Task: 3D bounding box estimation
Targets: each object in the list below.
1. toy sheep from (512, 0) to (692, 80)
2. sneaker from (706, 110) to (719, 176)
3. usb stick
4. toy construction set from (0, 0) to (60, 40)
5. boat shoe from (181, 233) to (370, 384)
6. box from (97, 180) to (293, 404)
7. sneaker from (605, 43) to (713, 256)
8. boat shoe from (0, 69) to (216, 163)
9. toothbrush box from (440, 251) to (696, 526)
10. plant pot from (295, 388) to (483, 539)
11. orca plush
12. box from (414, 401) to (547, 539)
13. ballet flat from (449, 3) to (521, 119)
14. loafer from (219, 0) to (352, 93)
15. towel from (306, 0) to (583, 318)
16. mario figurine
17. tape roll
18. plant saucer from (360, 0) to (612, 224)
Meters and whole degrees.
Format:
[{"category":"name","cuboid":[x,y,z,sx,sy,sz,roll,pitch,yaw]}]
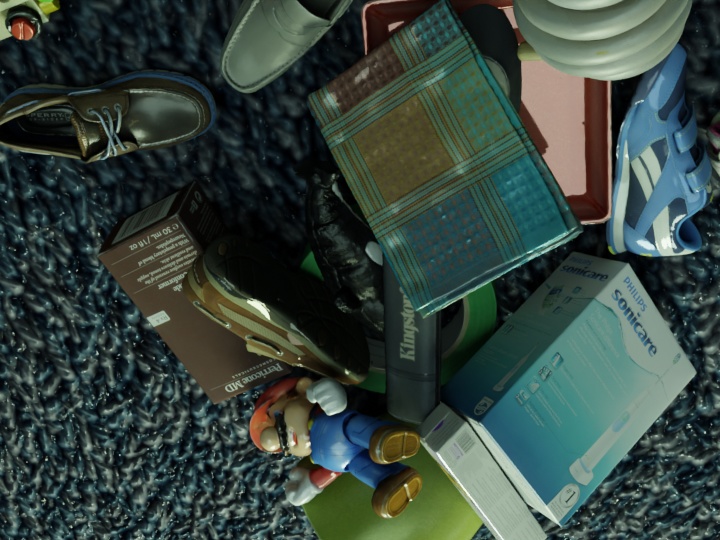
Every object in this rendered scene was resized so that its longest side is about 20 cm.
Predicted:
[{"category":"toy sheep","cuboid":[0.167,-0.198,0.619,0.137,0.139,0.200,-24,155,19]},{"category":"sneaker","cuboid":[0.334,-0.096,0.742,0.087,0.081,0.202,-1,113,8]},{"category":"usb stick","cuboid":[0.044,0.047,0.756,0.055,0.033,0.202,16,124,29]},{"category":"toy construction set","cuboid":[-0.321,-0.244,0.708,0.198,0.093,0.131,-5,145,18]},{"category":"boat shoe","cuboid":[-0.076,0.043,0.809,0.074,0.076,0.200,-32,122,33]},{"category":"box","cuboid":[-0.154,0.026,0.866,0.100,0.075,0.201,-24,118,19]},{"category":"sneaker","cuboid":[0.259,-0.097,0.738,0.082,0.074,0.201,15,133,25]},{"category":"boat shoe","cuboid":[-0.228,-0.127,0.779,0.198,0.073,0.073,-4,121,9]},{"category":"toothbrush box","cuboid":[0.192,0.105,0.814,0.200,0.085,0.147,-45,113,-10]},{"category":"plant pot","cuboid":[0.066,0.210,0.909,0.200,0.187,0.187,-41,110,9]},{"category":"orca plush","cuboid":[0.000,0.000,0.761,0.104,0.071,0.201,-1,131,20]},{"category":"box","cuboid":[0.114,0.200,0.815,0.041,0.039,0.200,-43,126,-9]},{"category":"ballet flat","cuboid":[0.090,-0.106,0.703,0.072,0.073,0.202,7,110,1]},{"category":"loafer","cuboid":[-0.049,-0.219,0.707,0.070,0.070,0.200,36,118,-15]},{"category":"towel","cuboid":[0.057,-0.081,0.668,0.146,0.022,0.201,-31,86,24]},{"category":"mario figurine","cuboid":[-0.041,0.161,0.810,0.106,0.199,0.124,28,80,-41]},{"category":"tape roll","cuboid":[0.033,0.028,0.861,0.198,0.048,0.202,3,121,5]},{"category":"plant saucer","cuboid":[0.109,-0.135,0.745,0.198,0.037,0.202,-3,109,9]}]
